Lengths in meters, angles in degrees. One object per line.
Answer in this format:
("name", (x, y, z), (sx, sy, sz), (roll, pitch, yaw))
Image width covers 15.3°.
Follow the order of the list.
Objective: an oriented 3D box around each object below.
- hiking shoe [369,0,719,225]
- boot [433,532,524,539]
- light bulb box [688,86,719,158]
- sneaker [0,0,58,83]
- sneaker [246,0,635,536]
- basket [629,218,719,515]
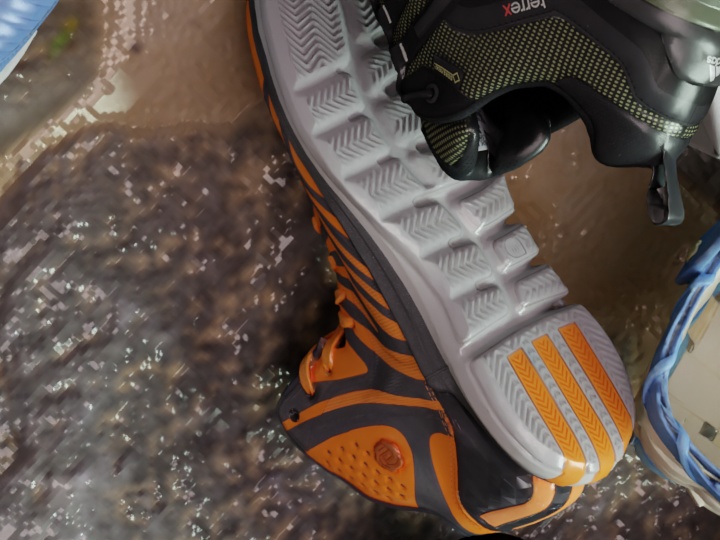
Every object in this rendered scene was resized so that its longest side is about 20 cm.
("hiking shoe", (0.026, -0.081, 0.802), (0.076, 0.200, 0.101), (9, 102, -46))
("boot", (0.122, 0.128, 0.936), (0.211, 0.079, 0.158), (48, 63, -15))
("light bulb box", (0.165, -0.162, 0.859), (0.200, 0.125, 0.198), (-15, 109, -14))
("sneaker", (-0.095, -0.140, 0.807), (0.076, 0.077, 0.200), (22, 99, -24))
("sneaker", (0.000, 0.000, 0.880), (0.078, 0.112, 0.200), (-18, 77, -39))
("basket", (0.174, 0.034, 0.841), (0.176, 0.200, 0.139), (35, 78, -4))
